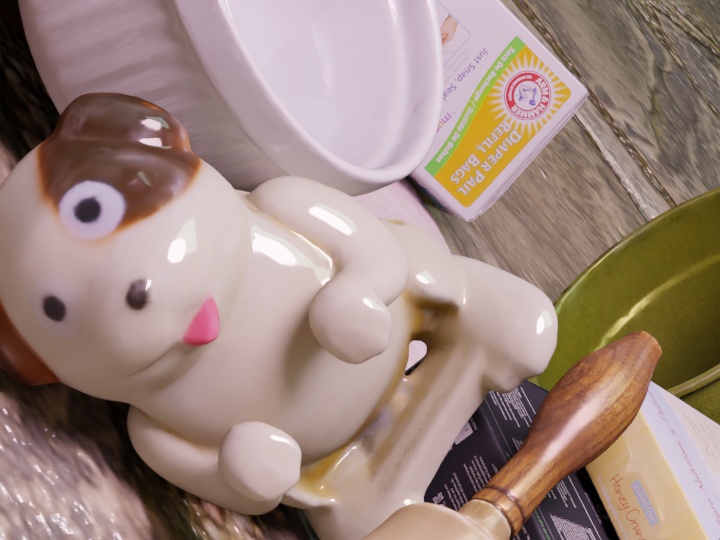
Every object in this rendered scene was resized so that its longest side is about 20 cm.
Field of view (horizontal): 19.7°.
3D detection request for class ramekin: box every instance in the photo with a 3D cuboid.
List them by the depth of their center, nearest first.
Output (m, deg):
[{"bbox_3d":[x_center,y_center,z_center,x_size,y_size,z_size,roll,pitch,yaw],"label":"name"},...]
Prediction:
[{"bbox_3d":[-0.058,-0.117,0.890,0.200,0.105,0.200,37,44,-47],"label":"ramekin"}]

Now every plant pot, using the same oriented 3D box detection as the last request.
[{"bbox_3d":[0.229,0.083,1.174,0.193,0.200,0.200,54,18,-21],"label":"plant pot"}]

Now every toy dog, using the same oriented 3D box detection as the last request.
[{"bbox_3d":[-0.051,0.007,0.790,0.200,0.140,0.194,25,20,-48],"label":"toy dog"}]

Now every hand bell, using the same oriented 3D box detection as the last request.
[{"bbox_3d":[0.054,0.085,0.770,0.104,0.104,0.200,48,56,-4],"label":"hand bell"}]

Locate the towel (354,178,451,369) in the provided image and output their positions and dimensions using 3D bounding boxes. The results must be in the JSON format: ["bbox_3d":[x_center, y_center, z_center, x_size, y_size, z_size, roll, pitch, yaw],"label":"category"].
[{"bbox_3d":[0.000,0.000,1.047,0.191,0.032,0.200,25,31,-45],"label":"towel"}]

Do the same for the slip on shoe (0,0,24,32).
[{"bbox_3d":[-0.133,-0.146,0.961,0.200,0.076,0.061,42,35,-29],"label":"slip on shoe"}]

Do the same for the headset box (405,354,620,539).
[{"bbox_3d":[0.094,0.147,0.892,0.200,0.093,0.174,27,30,-46],"label":"headset box"}]

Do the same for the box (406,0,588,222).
[{"bbox_3d":[0.013,-0.133,1.158,0.200,0.101,0.112,43,-3,-15],"label":"box"}]

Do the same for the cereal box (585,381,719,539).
[{"bbox_3d":[0.175,0.130,0.899,0.200,0.040,0.144,30,27,-43],"label":"cereal box"}]
